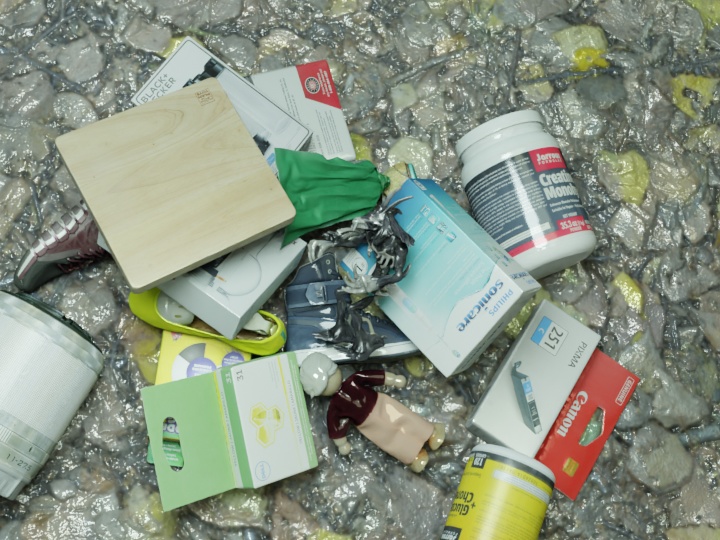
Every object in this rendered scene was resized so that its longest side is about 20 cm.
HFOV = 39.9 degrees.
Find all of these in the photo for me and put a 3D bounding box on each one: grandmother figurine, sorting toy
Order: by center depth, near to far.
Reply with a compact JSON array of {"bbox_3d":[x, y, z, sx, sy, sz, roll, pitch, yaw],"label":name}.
[{"bbox_3d":[-0.207,-0.088,1.114,0.199,0.070,0.200,-26,73,-21],"label":"sorting toy"},{"bbox_3d":[0.005,0.172,1.226,0.199,0.061,0.122,38,81,-14],"label":"grandmother figurine"}]

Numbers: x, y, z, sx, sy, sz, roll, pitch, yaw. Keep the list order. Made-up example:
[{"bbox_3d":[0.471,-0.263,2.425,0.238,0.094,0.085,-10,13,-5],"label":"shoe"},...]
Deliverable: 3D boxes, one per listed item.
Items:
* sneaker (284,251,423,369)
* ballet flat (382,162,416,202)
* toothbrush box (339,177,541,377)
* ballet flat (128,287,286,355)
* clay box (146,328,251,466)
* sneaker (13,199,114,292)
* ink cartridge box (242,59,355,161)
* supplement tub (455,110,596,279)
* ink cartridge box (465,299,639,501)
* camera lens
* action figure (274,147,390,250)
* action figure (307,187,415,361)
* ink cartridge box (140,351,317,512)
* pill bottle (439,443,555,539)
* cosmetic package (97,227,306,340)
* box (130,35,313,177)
[{"bbox_3d":[-0.001,0.047,1.273,0.200,0.077,0.148,-3,78,-10],"label":"sneaker"},{"bbox_3d":[0.074,-0.044,1.317,0.070,0.071,0.202,-19,80,-15],"label":"ballet flat"},{"bbox_3d":[0.097,0.006,1.219,0.200,0.085,0.147,45,111,17],"label":"toothbrush box"},{"bbox_3d":[-0.183,0.049,1.195,0.198,0.067,0.067,18,72,-4],"label":"ballet flat"},{"bbox_3d":[-0.196,0.141,1.226,0.114,0.048,0.202,8,72,-8],"label":"clay box"},{"bbox_3d":[-0.324,-0.021,1.221,0.200,0.076,0.116,-45,89,-1],"label":"sneaker"},{"bbox_3d":[-0.124,-0.179,1.310,0.198,0.084,0.146,-14,78,-14],"label":"ink cartridge box"},{"bbox_3d":[0.217,-0.095,1.320,0.139,0.140,0.202,-17,78,-14],"label":"supplement tub"},{"bbox_3d":[0.261,0.169,1.305,0.175,0.045,0.201,34,72,1],"label":"ink cartridge box"},{"bbox_3d":[-0.402,0.136,1.130,0.159,0.160,0.201,30,71,-1],"label":"camera lens"},{"bbox_3d":[-0.035,-0.099,1.228,0.199,0.054,0.120,-12,108,-43],"label":"action figure"},{"bbox_3d":[0.000,0.000,1.158,0.101,0.119,0.202,5,108,-32],"label":"action figure"},{"bbox_3d":[-0.149,0.185,1.165,0.199,0.048,0.147,-10,88,-45],"label":"ink cartridge box"},{"bbox_3d":[0.157,0.323,1.206,0.111,0.112,0.202,24,71,-3],"label":"pill bottle"},{"bbox_3d":[-0.186,-0.033,1.179,0.199,0.052,0.151,35,46,5],"label":"cosmetic package"},{"bbox_3d":[-0.171,-0.179,1.227,0.199,0.060,0.117,38,73,2],"label":"box"}]
